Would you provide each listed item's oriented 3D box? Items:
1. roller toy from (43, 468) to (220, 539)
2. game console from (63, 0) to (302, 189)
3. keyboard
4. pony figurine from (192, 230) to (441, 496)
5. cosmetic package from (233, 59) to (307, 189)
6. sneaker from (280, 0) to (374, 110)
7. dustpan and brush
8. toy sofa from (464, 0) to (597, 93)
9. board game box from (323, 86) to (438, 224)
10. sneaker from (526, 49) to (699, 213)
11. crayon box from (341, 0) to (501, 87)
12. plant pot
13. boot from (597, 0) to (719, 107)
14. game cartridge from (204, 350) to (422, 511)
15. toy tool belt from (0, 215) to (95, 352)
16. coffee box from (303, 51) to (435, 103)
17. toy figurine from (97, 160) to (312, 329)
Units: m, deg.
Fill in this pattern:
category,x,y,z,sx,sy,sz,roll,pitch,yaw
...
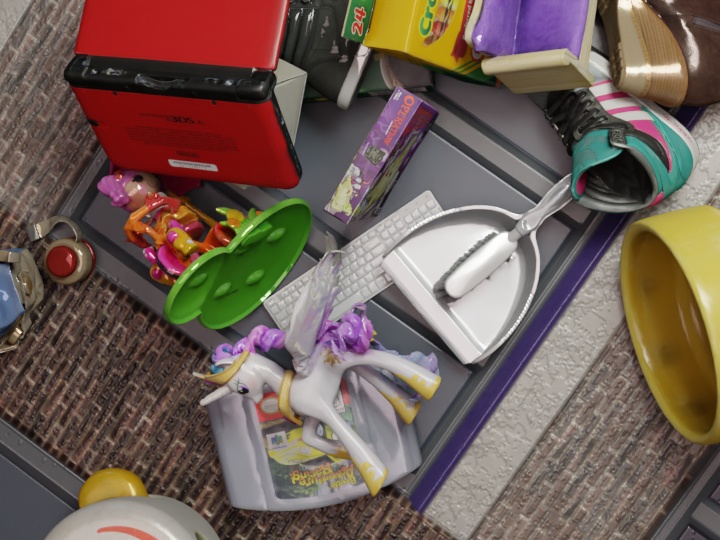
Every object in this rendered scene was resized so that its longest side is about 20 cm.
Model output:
category,x,y,z,sx,sy,sz,roll,pitch,yaw
roller toy,-0.222,0.310,1.198,0.199,0.140,0.183,32,87,8
game console,-0.138,-0.176,1.062,0.199,0.173,0.119,9,53,24
keyboard,0.000,0.000,1.208,0.199,0.011,0.056,-34,88,10
pony figurine,-0.031,0.079,1.130,0.199,0.167,0.194,30,94,0
cosmetic package,-0.154,-0.171,1.145,0.199,0.073,0.104,31,127,22
sneaker,-0.017,-0.256,1.117,0.099,0.071,0.201,23,101,1
dustpan and brush,0.133,-0.024,1.159,0.200,0.057,0.140,-41,87,-2
toy sofa,0.161,-0.263,1.079,0.082,0.097,0.202,1,73,35
board game box,0.023,-0.101,1.102,0.032,0.200,0.121,28,98,5
sneaker,0.203,-0.121,1.108,0.199,0.121,0.084,35,133,5
crayon box,0.070,-0.241,1.085,0.051,0.199,0.128,16,97,35
plant pot,0.350,0.030,1.072,0.187,0.201,0.202,-16,91,-6
boot,0.303,-0.240,1.124,0.165,0.072,0.202,2,75,-11
game cartridge,-0.045,0.164,1.214,0.198,0.041,0.134,-14,95,10
toy tool belt,-0.368,0.020,1.210,0.199,0.123,0.126,-19,91,9
coffee box,-0.031,-0.223,1.181,0.198,0.044,0.124,-3,93,9
toy figurine,-0.175,-0.052,1.159,0.184,0.200,0.151,39,122,17
